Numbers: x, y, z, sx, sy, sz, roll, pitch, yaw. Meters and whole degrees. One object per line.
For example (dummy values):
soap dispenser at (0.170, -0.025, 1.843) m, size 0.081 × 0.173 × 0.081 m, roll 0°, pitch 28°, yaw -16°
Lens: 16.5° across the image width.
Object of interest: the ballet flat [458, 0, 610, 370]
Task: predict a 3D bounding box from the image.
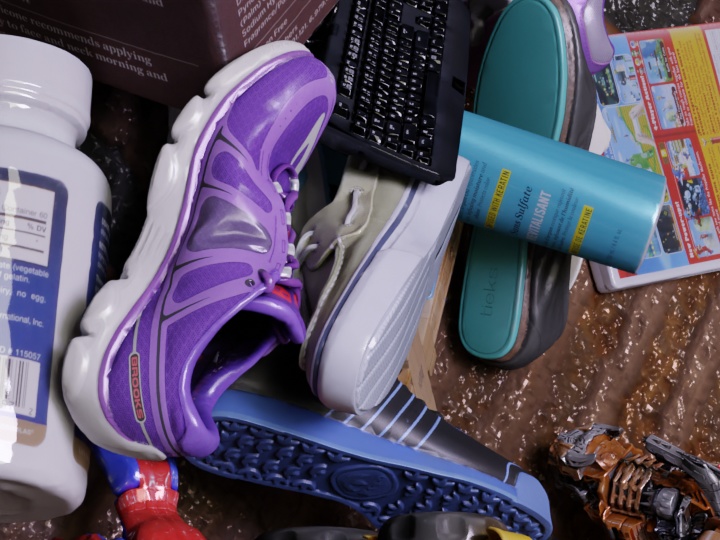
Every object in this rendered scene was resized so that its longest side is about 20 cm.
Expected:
ballet flat at (0.091, -0.048, 1.292) m, size 0.068 × 0.068 × 0.201 m, roll -5°, pitch 109°, yaw -48°

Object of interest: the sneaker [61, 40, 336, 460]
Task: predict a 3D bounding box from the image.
sneaker at (-0.050, -0.004, 1.070) m, size 0.200 × 0.083 × 0.081 m, roll -67°, pitch 154°, yaw -19°

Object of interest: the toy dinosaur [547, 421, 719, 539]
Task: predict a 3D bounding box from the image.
toy dinosaur at (0.180, 0.154, 1.268) m, size 0.102 × 0.136 × 0.200 m, roll -23°, pitch 47°, yaw -22°

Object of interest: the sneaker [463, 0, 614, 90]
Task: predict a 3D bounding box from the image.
sneaker at (0.105, -0.188, 1.351) m, size 0.088 × 0.080 × 0.201 m, roll 8°, pitch 77°, yaw -20°

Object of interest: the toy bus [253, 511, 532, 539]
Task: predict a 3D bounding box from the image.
toy bus at (0.054, 0.192, 1.143) m, size 0.192 × 0.200 × 0.136 m, roll 13°, pitch 71°, yaw -39°

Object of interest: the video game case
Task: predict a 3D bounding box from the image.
video game case at (0.196, -0.071, 1.424) m, size 0.200 × 0.017 × 0.143 m, roll -10°, pitch 82°, yaw -36°

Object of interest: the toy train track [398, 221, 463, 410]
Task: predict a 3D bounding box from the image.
toy train track at (0.024, 0.019, 1.259) m, size 0.115 × 0.032 × 0.200 m, roll 76°, pitch 23°, yaw -50°

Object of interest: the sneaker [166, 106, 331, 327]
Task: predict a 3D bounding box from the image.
sneaker at (-0.064, -0.031, 1.197) m, size 0.081 × 0.076 × 0.201 m, roll -12°, pitch 81°, yaw -33°

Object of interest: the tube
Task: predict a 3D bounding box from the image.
tube at (0.050, -0.052, 1.227) m, size 0.199 × 0.078 × 0.050 m, roll 17°, pitch 38°, yaw 2°

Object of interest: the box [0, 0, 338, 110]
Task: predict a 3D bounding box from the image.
box at (-0.094, -0.205, 1.117) m, size 0.164 × 0.166 × 0.200 m, roll -53°, pitch 152°, yaw -33°

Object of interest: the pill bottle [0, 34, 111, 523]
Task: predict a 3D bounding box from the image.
pill bottle at (-0.168, 0.004, 1.092) m, size 0.111 × 0.111 × 0.201 m, roll 15°, pitch 68°, yaw -31°

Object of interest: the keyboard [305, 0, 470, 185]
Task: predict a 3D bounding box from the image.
keyboard at (0.007, -0.115, 1.201) m, size 0.104 × 0.040 × 0.200 m, roll 18°, pitch 29°, yaw -6°

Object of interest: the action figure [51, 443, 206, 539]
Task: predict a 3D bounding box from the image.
action figure at (-0.110, 0.103, 1.140) m, size 0.065 × 0.099 × 0.200 m, roll 6°, pitch 51°, yaw -30°

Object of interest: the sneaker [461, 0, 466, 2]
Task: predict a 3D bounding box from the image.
sneaker at (-0.021, -0.207, 1.295) m, size 0.082 × 0.070 × 0.200 m, roll -40°, pitch 101°, yaw -14°

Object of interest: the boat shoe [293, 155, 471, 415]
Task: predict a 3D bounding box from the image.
boat shoe at (0.000, 0.000, 1.127) m, size 0.062 × 0.072 × 0.200 m, roll 16°, pitch 29°, yaw 7°

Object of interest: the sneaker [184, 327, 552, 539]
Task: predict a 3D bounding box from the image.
sneaker at (0.006, 0.071, 1.150) m, size 0.200 × 0.070 × 0.078 m, roll 23°, pitch 49°, yaw -28°
